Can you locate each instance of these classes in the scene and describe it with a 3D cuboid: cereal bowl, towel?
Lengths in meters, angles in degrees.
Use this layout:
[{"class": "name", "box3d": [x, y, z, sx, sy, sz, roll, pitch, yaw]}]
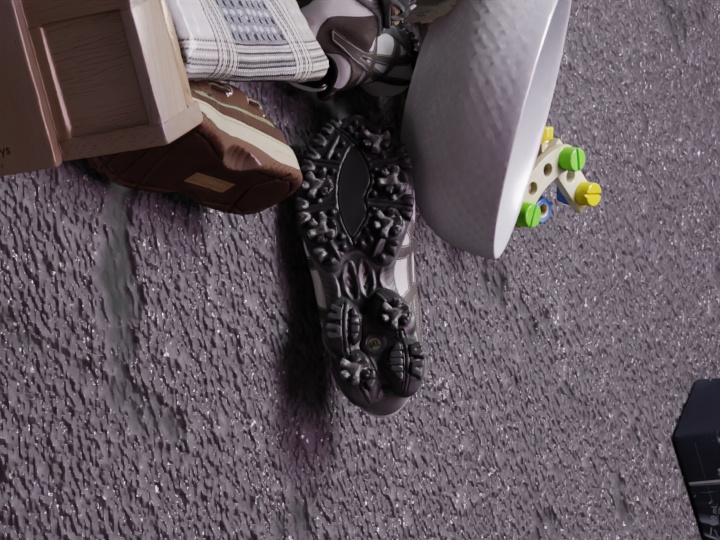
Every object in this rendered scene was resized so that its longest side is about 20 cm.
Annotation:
[{"class": "cereal bowl", "box3d": [0.079, -0.113, 1.757, 0.200, 0.083, 0.201, 15, 90, -81]}, {"class": "towel", "box3d": [-0.096, -0.202, 1.534, 0.192, 0.034, 0.201, -7, 70, -65]}]

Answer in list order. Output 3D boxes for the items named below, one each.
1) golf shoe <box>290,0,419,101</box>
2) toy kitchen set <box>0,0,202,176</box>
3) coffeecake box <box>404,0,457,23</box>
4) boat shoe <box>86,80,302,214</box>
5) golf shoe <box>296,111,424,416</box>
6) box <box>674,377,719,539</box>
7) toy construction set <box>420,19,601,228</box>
[{"class": "golf shoe", "box3d": [-0.014, -0.151, 1.731, 0.078, 0.094, 0.200, 50, -7, 17]}, {"class": "toy kitchen set", "box3d": [-0.162, -0.145, 1.244, 0.180, 0.199, 0.164, -41, 120, -61]}, {"class": "coffeecake box", "box3d": [0.053, -0.235, 1.785, 0.200, 0.153, 0.073, 18, 66, -62]}, {"class": "boat shoe", "box3d": [-0.109, -0.088, 1.513, 0.202, 0.075, 0.075, 28, 39, -62]}, {"class": "golf shoe", "box3d": [0.000, 0.000, 1.703, 0.095, 0.077, 0.201, 84, 3, -71]}, {"class": "box", "box3d": [0.400, 0.196, 2.361, 0.104, 0.181, 0.201, -55, 131, -55]}, {"class": "toy construction set", "box3d": [0.097, -0.114, 1.916, 0.131, 0.092, 0.201, -31, 105, -37]}]
